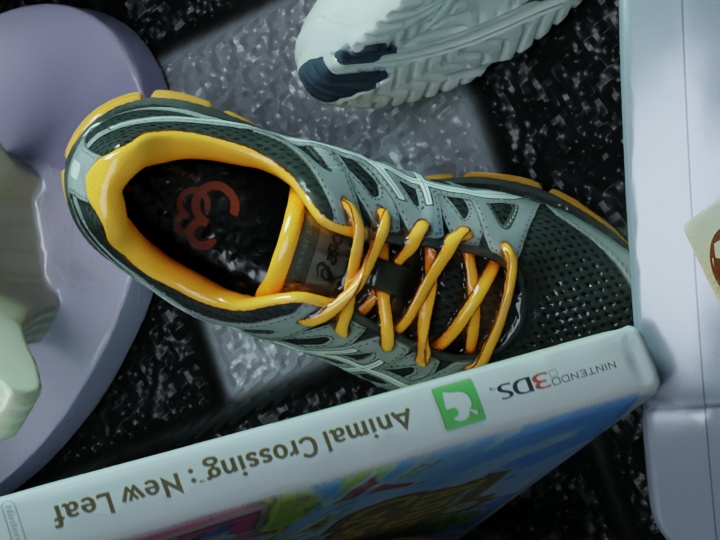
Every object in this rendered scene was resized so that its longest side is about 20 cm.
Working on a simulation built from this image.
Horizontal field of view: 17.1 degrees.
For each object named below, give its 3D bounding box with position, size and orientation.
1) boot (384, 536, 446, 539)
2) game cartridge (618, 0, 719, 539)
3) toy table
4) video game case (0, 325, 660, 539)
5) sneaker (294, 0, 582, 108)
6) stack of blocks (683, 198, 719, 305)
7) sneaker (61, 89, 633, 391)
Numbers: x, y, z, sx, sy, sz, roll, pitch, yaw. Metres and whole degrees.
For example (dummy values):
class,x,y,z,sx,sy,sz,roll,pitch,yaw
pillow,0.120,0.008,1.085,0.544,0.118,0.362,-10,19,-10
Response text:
class,x,y,z,sx,sy,sz,roll,pitch,yaw
boot,-0.054,0.149,0.693,0.200,0.186,0.064,107,149,-51
game cartridge,0.101,-0.023,0.675,0.041,0.133,0.201,-3,88,20
toy table,-0.154,-0.001,0.812,0.183,0.117,0.201,24,99,24
video game case,-0.035,0.076,0.661,0.022,0.181,0.200,70,157,14
sneaker,0.033,-0.154,0.745,0.199,0.079,0.130,-48,58,31
stack of blocks,0.193,-0.033,0.593,0.059,0.199,0.115,64,148,11
sneaker,0.000,0.000,0.734,0.199,0.077,0.079,15,95,-1
